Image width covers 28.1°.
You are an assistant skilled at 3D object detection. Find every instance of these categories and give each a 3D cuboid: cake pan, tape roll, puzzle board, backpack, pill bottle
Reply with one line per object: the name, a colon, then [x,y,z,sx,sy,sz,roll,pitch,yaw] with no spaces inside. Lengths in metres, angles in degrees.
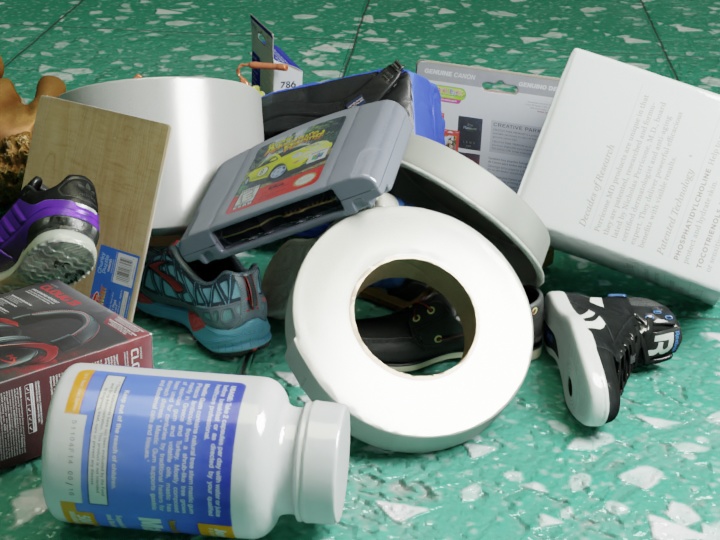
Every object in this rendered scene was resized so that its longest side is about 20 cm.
cake pan: [0.086,-0.056,1.274,0.199,0.200,0.037,25,75,42]
tape roll: [0.038,0.044,1.139,0.201,0.037,0.205,6,62,-12]
puzzle board: [-0.246,-0.045,1.286,0.149,0.202,0.017,15,6,27]
backpack: [-0.013,-0.104,1.475,0.198,0.164,0.168,-6,-12,21]
tape roll: [-0.192,-0.097,1.380,0.200,0.141,0.203,-4,-4,0]
pill bottle: [-0.110,0.126,0.993,0.198,0.113,0.112,5,23,6]

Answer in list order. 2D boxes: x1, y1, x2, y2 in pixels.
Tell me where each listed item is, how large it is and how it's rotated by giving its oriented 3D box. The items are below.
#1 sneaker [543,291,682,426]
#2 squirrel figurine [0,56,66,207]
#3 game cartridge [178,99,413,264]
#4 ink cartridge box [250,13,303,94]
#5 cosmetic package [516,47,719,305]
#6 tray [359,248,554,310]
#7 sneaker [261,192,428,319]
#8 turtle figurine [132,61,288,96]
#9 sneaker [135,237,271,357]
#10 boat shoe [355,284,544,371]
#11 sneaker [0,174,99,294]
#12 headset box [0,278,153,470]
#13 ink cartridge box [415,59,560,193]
sneaker: [0.222,0.065,1.206,0.111,0.074,0.200,-1,22,-3]
squirrel figurine: [-0.353,-0.127,1.586,0.185,0.143,0.201,14,38,3]
game cartridge: [-0.054,-0.078,1.220,0.198,0.041,0.134,-18,27,27]
ink cartridge box: [-0.094,-0.175,1.584,0.039,0.202,0.100,-6,25,-17]
cosmetic package: [0.265,-0.082,1.331,0.198,0.168,0.167,20,-1,13]
tray: [0.095,-0.006,1.415,0.098,0.037,0.199,20,28,37]
sneaker: [0.000,0.001,1.294,0.111,0.200,0.077,20,51,-32]
turtle figurine: [-0.158,-0.139,1.523,0.198,0.162,0.065,-15,34,2]
sneaker: [-0.146,0.000,1.304,0.079,0.097,0.199,-19,31,-39]
boat shoe: [0.065,0.047,1.256,0.199,0.064,0.074,-4,25,-11]
sneaker: [-0.293,-0.027,1.269,0.199,0.100,0.069,-22,-36,38]
headset box: [-0.268,0.079,1.137,0.199,0.076,0.148,-18,29,-39]
ink cartridge box: [0.158,-0.140,1.551,0.198,0.177,0.084,12,25,21]
